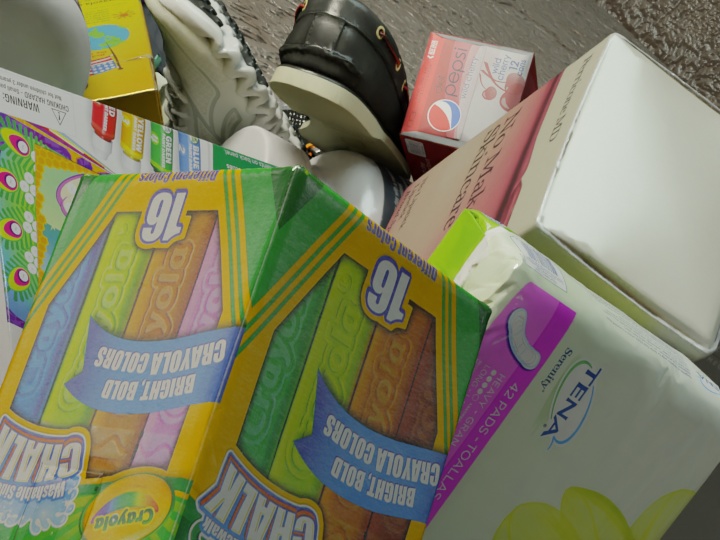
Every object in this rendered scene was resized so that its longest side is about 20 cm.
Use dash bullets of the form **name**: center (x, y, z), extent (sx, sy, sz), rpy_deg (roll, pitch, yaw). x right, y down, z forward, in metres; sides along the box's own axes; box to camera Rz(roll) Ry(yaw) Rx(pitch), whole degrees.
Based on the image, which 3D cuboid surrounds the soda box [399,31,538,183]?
- **soda box**: center (0.072, -0.067, 1.085), extent (0.063, 0.070, 0.200), rpy_deg (14, -17, 12)

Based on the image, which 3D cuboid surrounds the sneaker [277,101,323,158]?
- **sneaker**: center (-0.011, -0.042, 1.198), extent (0.200, 0.078, 0.077), rpy_deg (47, 25, 23)

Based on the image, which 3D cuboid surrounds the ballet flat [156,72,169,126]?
- **ballet flat**: center (-0.129, -0.091, 1.107), extent (0.069, 0.070, 0.200), rpy_deg (43, 18, 15)

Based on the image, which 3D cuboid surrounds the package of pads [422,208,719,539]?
- **package of pads**: center (0.052, 0.098, 0.763), extent (0.154, 0.201, 0.068), rpy_deg (32, 7, -31)

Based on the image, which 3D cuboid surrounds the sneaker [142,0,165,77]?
- **sneaker**: center (-0.131, -0.135, 1.202), extent (0.088, 0.074, 0.200), rpy_deg (50, 21, 15)

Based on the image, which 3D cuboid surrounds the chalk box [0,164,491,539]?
- **chalk box**: center (-0.057, 0.078, 0.659), extent (0.123, 0.201, 0.124), rpy_deg (0, -24, 42)

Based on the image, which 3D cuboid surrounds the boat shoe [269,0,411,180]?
- **boat shoe**: center (-0.001, -0.099, 1.038), extent (0.073, 0.063, 0.201), rpy_deg (20, -10, 14)

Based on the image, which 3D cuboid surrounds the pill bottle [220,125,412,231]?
- **pill bottle**: center (0.000, 0.000, 1.043), extent (0.199, 0.120, 0.120), rpy_deg (29, 20, -28)

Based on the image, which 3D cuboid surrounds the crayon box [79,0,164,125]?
- **crayon box**: center (-0.177, -0.111, 0.980), extent (0.126, 0.051, 0.200), rpy_deg (-10, 31, -6)

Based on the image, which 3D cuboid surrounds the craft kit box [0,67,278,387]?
- **craft kit box**: center (-0.094, 0.027, 0.794), extent (0.199, 0.048, 0.199), rpy_deg (16, 58, -48)

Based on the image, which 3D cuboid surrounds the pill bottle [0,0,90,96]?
- **pill bottle**: center (-0.200, -0.146, 0.882), extent (0.109, 0.109, 0.200), rpy_deg (25, 25, -34)

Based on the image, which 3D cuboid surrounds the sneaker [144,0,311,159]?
- **sneaker**: center (-0.085, -0.088, 1.058), extent (0.200, 0.081, 0.075), rpy_deg (62, 2, -45)

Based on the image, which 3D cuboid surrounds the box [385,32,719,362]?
- **box**: center (0.092, -0.005, 0.901), extent (0.109, 0.200, 0.128), rpy_deg (34, 56, -14)

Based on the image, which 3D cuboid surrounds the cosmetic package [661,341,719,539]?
- **cosmetic package**: center (0.145, 0.100, 0.947), extent (0.106, 0.200, 0.090), rpy_deg (29, 20, -22)
